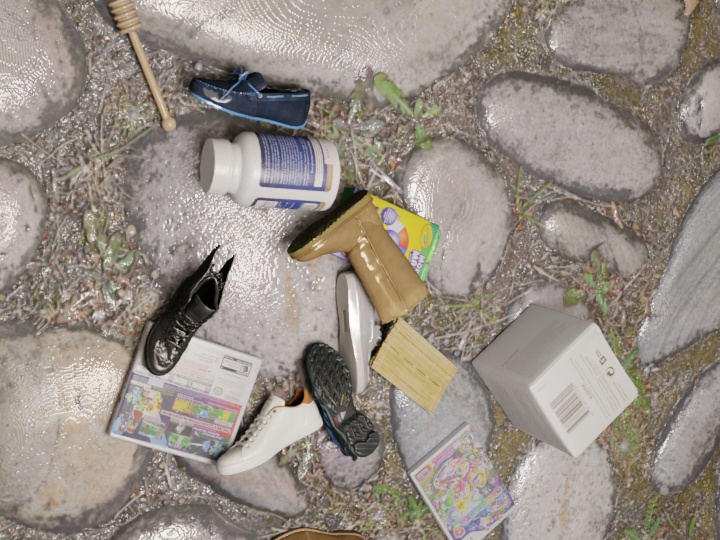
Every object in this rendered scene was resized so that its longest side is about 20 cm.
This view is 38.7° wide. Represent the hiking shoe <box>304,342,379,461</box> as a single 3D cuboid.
[{"bbox_3d":[-0.047,0.219,1.679,0.074,0.087,0.202,-20,82,-32],"label":"hiking shoe"}]

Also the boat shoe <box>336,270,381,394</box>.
[{"bbox_3d":[0.003,0.100,1.694,0.067,0.072,0.204,-7,91,-23],"label":"boat shoe"}]

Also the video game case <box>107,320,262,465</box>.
[{"bbox_3d":[-0.272,0.195,1.601,0.198,0.023,0.185,21,88,-27],"label":"video game case"}]

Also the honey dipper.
[{"bbox_3d":[-0.314,-0.300,1.504,0.038,0.038,0.203,-27,109,-19],"label":"honey dipper"}]

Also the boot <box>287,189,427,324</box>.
[{"bbox_3d":[0.000,0.000,1.623,0.174,0.066,0.202,-36,110,-16],"label":"boot"}]

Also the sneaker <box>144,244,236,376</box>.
[{"bbox_3d":[-0.254,0.061,1.529,0.060,0.104,0.202,32,68,-22],"label":"sneaker"}]

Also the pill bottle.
[{"bbox_3d":[-0.139,-0.152,1.564,0.197,0.111,0.113,2,96,-25],"label":"pill bottle"}]

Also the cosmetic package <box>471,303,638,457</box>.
[{"bbox_3d":[0.334,0.186,1.780,0.166,0.199,0.168,-41,112,-13],"label":"cosmetic package"}]

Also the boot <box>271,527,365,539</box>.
[{"bbox_3d":[-0.070,0.474,1.704,0.197,0.075,0.075,0,99,-24],"label":"boot"}]

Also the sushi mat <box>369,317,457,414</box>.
[{"bbox_3d":[0.092,0.162,1.736,0.200,0.012,0.096,41,78,-42],"label":"sushi mat"}]

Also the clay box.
[{"bbox_3d":[0.046,-0.049,1.698,0.198,0.047,0.117,21,89,-25],"label":"clay box"}]

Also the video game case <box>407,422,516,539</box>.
[{"bbox_3d":[0.184,0.394,1.841,0.143,0.018,0.202,-37,111,-16],"label":"video game case"}]

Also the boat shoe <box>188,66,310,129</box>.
[{"bbox_3d":[-0.167,-0.272,1.557,0.198,0.084,0.070,6,114,-39],"label":"boat shoe"}]

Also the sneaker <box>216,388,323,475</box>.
[{"bbox_3d":[-0.156,0.251,1.636,0.199,0.072,0.086,-28,104,-34],"label":"sneaker"}]
